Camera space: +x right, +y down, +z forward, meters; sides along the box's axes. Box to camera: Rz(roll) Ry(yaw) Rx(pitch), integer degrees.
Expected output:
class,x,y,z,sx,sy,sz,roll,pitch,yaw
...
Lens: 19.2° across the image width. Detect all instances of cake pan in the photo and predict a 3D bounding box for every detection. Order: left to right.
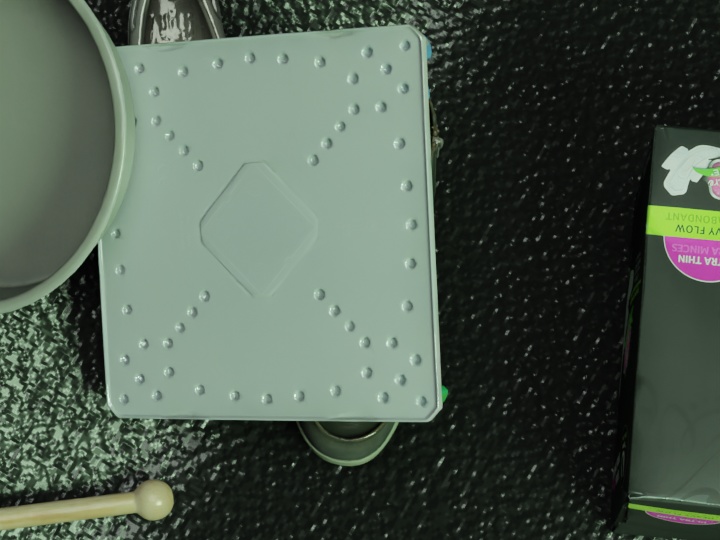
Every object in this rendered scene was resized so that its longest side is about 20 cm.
class,x,y,z,sx,sy,sz,roll,pitch,yaw
cake pan,-0.204,-0.077,1.159,0.199,0.037,0.202,2,95,25

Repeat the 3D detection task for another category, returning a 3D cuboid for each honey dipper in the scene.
class,x,y,z,sx,sy,sz,roll,pitch,yaw
honey dipper,-0.200,0.136,1.153,0.198,0.038,0.038,-7,76,-8

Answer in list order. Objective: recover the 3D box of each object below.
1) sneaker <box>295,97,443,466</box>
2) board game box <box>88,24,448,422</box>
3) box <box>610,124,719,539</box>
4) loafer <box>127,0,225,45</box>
class,x,y,z,sx,sy,sz,roll,pitch,yaw
sneaker,0.000,0.000,1.153,0.074,0.106,0.202,7,75,0
board game box,-0.049,-0.022,1.124,0.198,0.026,0.202,-1,94,25
box,0.215,0.041,1.136,0.147,0.124,0.202,6,76,4
loafer,-0.101,-0.083,1.191,0.069,0.070,0.202,-8,76,-3
